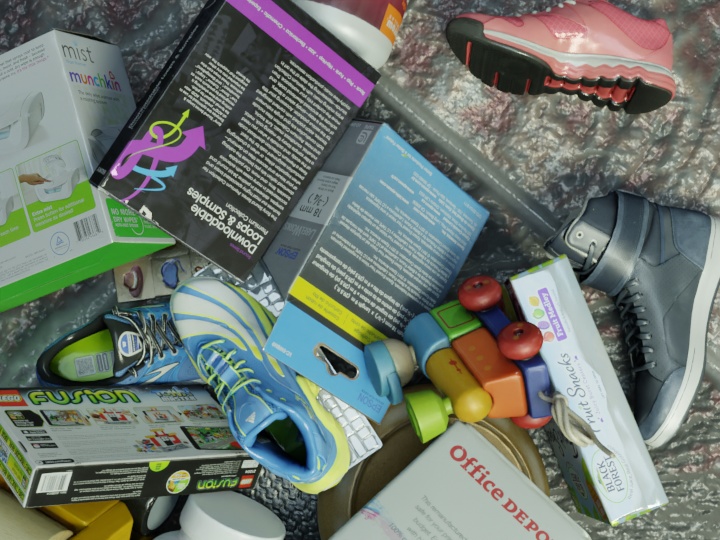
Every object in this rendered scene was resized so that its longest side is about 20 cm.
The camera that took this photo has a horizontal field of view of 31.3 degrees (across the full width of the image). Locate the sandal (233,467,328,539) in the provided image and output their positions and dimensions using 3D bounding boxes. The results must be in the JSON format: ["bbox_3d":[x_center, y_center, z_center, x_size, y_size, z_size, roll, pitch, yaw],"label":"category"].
[{"bbox_3d":[-0.050,0.223,1.063,0.075,0.048,0.201,-21,95,-2],"label":"sandal"}]

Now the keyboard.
[{"bbox_3d":[-0.059,0.072,1.030,0.056,0.011,0.200,-34,83,4],"label":"keyboard"}]

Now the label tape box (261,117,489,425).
[{"bbox_3d":[0.000,0.000,1.026,0.144,0.063,0.200,37,77,-37],"label":"label tape box"}]

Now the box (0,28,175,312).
[{"bbox_3d":[-0.277,-0.073,1.036,0.200,0.097,0.177,-21,82,23],"label":"box"}]

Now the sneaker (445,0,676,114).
[{"bbox_3d":[0.173,-0.196,1.097,0.200,0.074,0.087,13,71,-1],"label":"sneaker"}]

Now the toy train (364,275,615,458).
[{"bbox_3d":[0.085,0.094,0.937,0.116,0.200,0.085,-21,125,-10],"label":"toy train"}]

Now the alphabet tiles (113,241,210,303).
[{"bbox_3d":[-0.154,-0.063,1.111,0.200,0.006,0.167,-8,84,0],"label":"alphabet tiles"}]

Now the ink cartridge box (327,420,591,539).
[{"bbox_3d":[0.057,0.235,0.953,0.200,0.083,0.146,-41,61,-12],"label":"ink cartridge box"}]

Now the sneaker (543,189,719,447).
[{"bbox_3d":[0.212,0.032,1.051,0.146,0.077,0.203,18,75,-8],"label":"sneaker"}]

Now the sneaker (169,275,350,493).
[{"bbox_3d":[-0.080,0.082,0.973,0.076,0.105,0.200,-41,83,1],"label":"sneaker"}]

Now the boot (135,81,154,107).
[{"bbox_3d":[-0.137,-0.050,1.079,0.200,0.077,0.138,44,94,13],"label":"boot"}]

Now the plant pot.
[{"bbox_3d":[0.065,0.193,1.045,0.200,0.027,0.200,1,85,-13],"label":"plant pot"}]

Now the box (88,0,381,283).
[{"bbox_3d":[-0.094,-0.110,0.979,0.143,0.036,0.200,36,84,-30],"label":"box"}]

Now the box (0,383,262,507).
[{"bbox_3d":[-0.183,0.130,0.984,0.110,0.200,0.035,39,116,44],"label":"box"}]

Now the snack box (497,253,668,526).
[{"bbox_3d":[0.168,0.095,1.019,0.053,0.142,0.200,-22,84,-2],"label":"snack box"}]

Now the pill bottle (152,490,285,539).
[{"bbox_3d":[-0.134,0.276,1.003,0.112,0.112,0.200,24,98,4],"label":"pill bottle"}]

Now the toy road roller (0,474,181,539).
[{"bbox_3d":[-0.238,0.215,0.995,0.123,0.200,0.146,26,116,18],"label":"toy road roller"}]

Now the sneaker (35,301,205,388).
[{"bbox_3d":[-0.172,0.064,1.056,0.200,0.089,0.079,-18,84,-3],"label":"sneaker"}]

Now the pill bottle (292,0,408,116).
[{"bbox_3d":[-0.014,-0.234,1.075,0.109,0.110,0.200,19,84,3],"label":"pill bottle"}]
